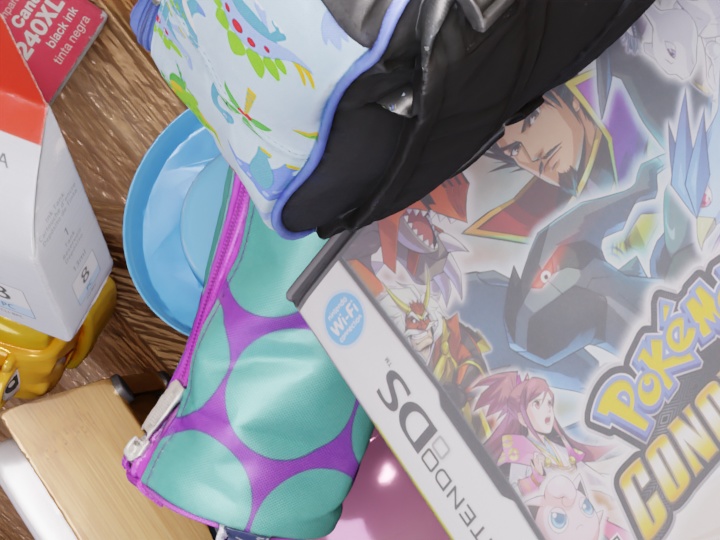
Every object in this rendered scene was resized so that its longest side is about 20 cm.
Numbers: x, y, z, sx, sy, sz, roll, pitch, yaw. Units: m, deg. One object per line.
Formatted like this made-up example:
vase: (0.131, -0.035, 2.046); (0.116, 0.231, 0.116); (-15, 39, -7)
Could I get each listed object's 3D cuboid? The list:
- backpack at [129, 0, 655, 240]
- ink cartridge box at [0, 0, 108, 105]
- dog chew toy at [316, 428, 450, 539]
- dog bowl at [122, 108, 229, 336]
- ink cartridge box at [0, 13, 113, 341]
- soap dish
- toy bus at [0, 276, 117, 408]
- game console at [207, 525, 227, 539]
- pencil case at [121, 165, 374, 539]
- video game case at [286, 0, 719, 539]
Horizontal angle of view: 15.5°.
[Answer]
backpack: (0.017, -0.114, 0.728); (0.147, 0.183, 0.200); (52, 158, 10)
ink cartridge box: (-0.228, -0.117, 1.154); (0.200, 0.084, 0.145); (35, 157, -10)
dog chew toy: (-0.010, 0.048, 1.182); (0.124, 0.124, 0.201); (0, 126, 52)
dog bowl: (0.000, 0.000, 1.083); (0.199, 0.112, 0.050); (23, 172, 19)
ink cartridge box: (-0.195, -0.058, 1.067); (0.159, 0.047, 0.200); (21, 157, 18)
soap dish: (-0.113, 0.127, 1.401); (0.158, 0.081, 0.200); (56, -176, 3)
toy bus: (-0.250, 0.033, 1.360); (0.199, 0.193, 0.136); (30, 157, 0)
game console: (-0.036, 0.151, 1.331); (0.177, 0.031, 0.201); (-87, -23, -76)
pencil case: (-0.027, 0.004, 1.000); (0.092, 0.201, 0.085); (11, -170, -28)
video game case: (0.081, 0.007, 0.826); (0.025, 0.200, 0.181); (1, -133, -49)
